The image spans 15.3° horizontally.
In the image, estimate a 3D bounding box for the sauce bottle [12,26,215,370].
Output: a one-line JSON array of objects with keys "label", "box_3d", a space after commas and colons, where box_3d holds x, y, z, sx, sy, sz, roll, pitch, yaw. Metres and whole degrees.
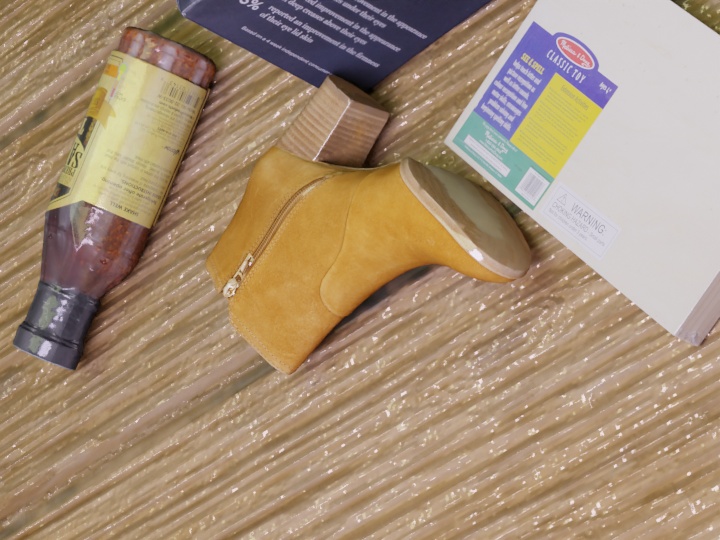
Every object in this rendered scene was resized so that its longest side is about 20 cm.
[{"label": "sauce bottle", "box_3d": [-0.148, -0.041, 1.568, 0.066, 0.066, 0.201, 20, 86, 43]}]

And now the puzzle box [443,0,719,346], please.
[{"label": "puzzle box", "box_3d": [0.141, -0.069, 1.360, 0.133, 0.025, 0.200, -56, 48, 10]}]

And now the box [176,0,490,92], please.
[{"label": "box", "box_3d": [0.009, -0.203, 1.440, 0.200, 0.148, 0.105, -34, 54, 25]}]

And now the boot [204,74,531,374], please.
[{"label": "boot", "box_3d": [-0.001, 0.000, 1.435, 0.201, 0.071, 0.144, 45, 110, 44]}]
